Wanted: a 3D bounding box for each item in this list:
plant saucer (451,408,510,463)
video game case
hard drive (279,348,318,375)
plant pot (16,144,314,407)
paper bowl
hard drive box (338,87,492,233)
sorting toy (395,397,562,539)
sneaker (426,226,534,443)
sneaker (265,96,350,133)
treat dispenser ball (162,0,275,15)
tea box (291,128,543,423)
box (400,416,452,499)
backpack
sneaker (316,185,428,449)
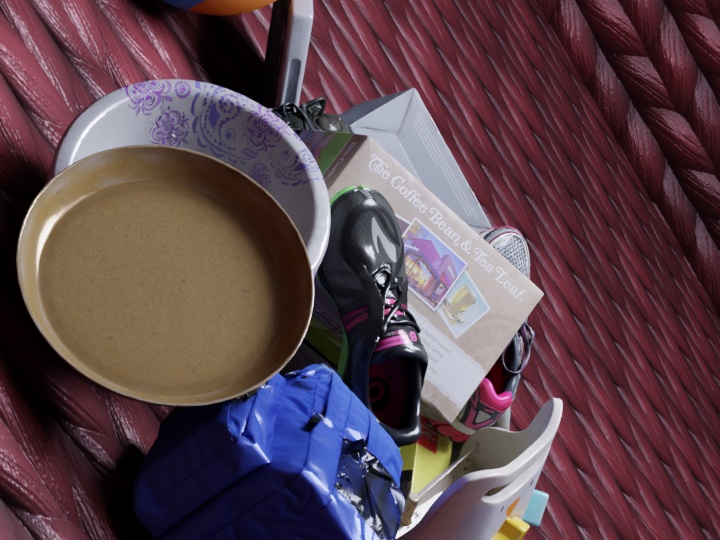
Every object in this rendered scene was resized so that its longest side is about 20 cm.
[{"bbox_3d":[0.077,0.088,1.973,0.050,0.200,0.201,-23,86,-32],"label":"plant saucer"},{"bbox_3d":[-0.069,-0.215,2.069,0.200,0.023,0.182,-93,-168,-52],"label":"video game case"},{"bbox_3d":[-0.012,0.095,1.918,0.200,0.042,0.135,57,26,-21],"label":"hard drive"},{"bbox_3d":[-0.130,0.007,1.461,0.028,0.199,0.201,116,-38,-54],"label":"plant pot"},{"bbox_3d":[-0.128,-0.027,1.562,0.200,0.104,0.201,9,55,-14],"label":"paper bowl"},{"bbox_3d":[0.032,-0.084,2.118,0.156,0.077,0.200,61,-12,-7],"label":"hard drive box"},{"bbox_3d":[0.083,0.173,1.620,0.107,0.180,0.200,42,47,14],"label":"sorting toy"},{"bbox_3d":[0.115,0.049,1.842,0.080,0.075,0.201,27,54,-22],"label":"sneaker"},{"bbox_3d":[-0.082,-0.124,1.930,0.199,0.114,0.076,38,29,-51],"label":"sneaker"},{"bbox_3d":[-0.125,-0.324,1.936,0.201,0.200,0.201,54,19,-29],"label":"treat dispenser ball"},{"bbox_3d":[0.000,0.000,1.746,0.200,0.134,0.197,41,-12,-21],"label":"tea box"},{"bbox_3d":[0.036,0.137,1.846,0.050,0.075,0.201,36,53,-41],"label":"box"},{"bbox_3d":[-0.058,0.146,1.519,0.168,0.162,0.200,57,19,-12],"label":"backpack"},{"bbox_3d":[0.017,0.035,1.601,0.084,0.077,0.201,10,-68,59],"label":"sneaker"}]
